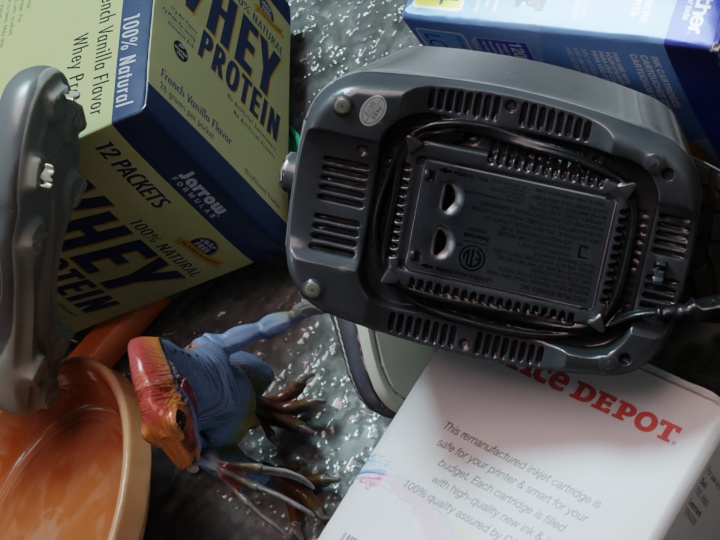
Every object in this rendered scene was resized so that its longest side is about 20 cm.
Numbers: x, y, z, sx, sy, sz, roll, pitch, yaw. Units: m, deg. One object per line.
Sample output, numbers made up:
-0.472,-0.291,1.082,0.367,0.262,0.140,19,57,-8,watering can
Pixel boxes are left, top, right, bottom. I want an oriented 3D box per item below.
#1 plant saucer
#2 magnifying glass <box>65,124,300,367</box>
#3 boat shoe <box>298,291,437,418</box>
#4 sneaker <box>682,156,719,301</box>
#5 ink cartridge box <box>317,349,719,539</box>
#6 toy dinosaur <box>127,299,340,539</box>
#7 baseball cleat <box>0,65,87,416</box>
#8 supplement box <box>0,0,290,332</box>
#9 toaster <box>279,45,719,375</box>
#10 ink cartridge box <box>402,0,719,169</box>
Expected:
-0.169,0.144,0.837,0.200,0.032,0.202,-32,43,35,plant saucer
-0.103,-0.006,0.939,0.200,0.022,0.079,-48,50,-7,magnifying glass
0.000,0.000,0.855,0.063,0.072,0.202,-34,45,30,boat shoe
0.104,-0.038,0.808,0.198,0.088,0.077,7,108,9,sneaker
0.066,0.132,0.715,0.144,0.084,0.201,24,74,37,ink cartridge box
-0.077,0.075,0.762,0.198,0.181,0.106,-12,66,31,toy dinosaur
-0.191,-0.016,0.804,0.105,0.202,0.070,18,31,13,baseball cleat
-0.157,-0.090,0.926,0.198,0.134,0.202,-20,49,23,supplement box
0.069,-0.031,0.700,0.198,0.129,0.115,11,109,7,toaster
0.140,-0.108,0.790,0.198,0.136,0.077,10,69,33,ink cartridge box
